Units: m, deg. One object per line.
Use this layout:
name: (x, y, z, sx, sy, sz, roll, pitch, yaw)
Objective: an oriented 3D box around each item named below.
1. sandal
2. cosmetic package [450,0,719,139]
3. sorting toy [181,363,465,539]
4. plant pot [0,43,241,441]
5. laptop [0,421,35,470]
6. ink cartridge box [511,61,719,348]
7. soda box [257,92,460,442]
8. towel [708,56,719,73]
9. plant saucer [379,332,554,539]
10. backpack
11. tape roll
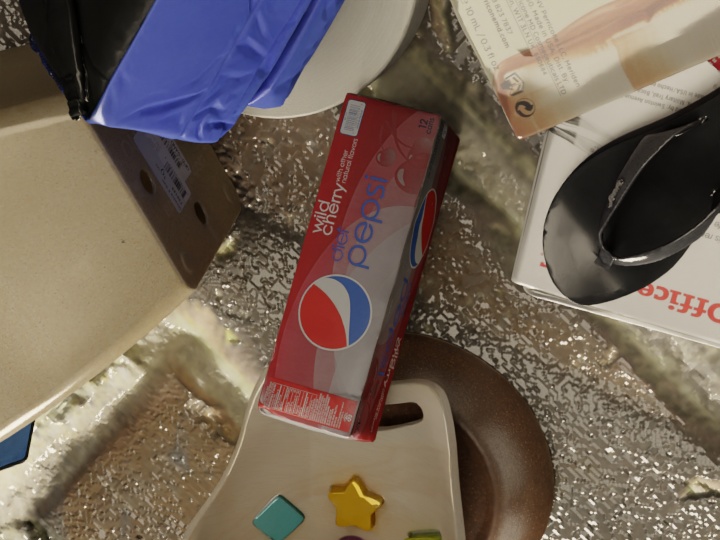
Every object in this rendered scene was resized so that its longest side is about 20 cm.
sandal: (0.167, -0.047, 0.864, 0.076, 0.043, 0.200, 46, 126, -5)
cosmetic package: (0.153, -0.150, 0.784, 0.200, 0.103, 0.087, -22, 105, 23)
sorting toy: (-0.008, 0.150, 1.044, 0.199, 0.107, 0.181, 9, 104, 19)
plant pot: (-0.191, -0.039, 1.012, 0.177, 0.200, 0.200, -22, 109, 19)
laptop: (-0.320, 0.046, 1.141, 0.187, 0.116, 0.200, -20, 102, 24)
ink cartridge box: (0.182, -0.073, 0.932, 0.146, 0.084, 0.201, 17, 114, 11)
soda box: (0.000, 0.000, 0.990, 0.063, 0.070, 0.201, 15, 86, 14)
towel: (0.198, -0.184, 0.826, 0.200, 0.022, 0.145, 42, 114, -3)
plant saucer: (0.028, 0.140, 1.096, 0.200, 0.037, 0.201, 6, 110, 17)
backpack: (-0.113, -0.185, 0.917, 0.163, 0.168, 0.200, -53, 55, 23)
tape roll: (-0.055, -0.194, 1.001, 0.202, 0.037, 0.203, 7, 112, 17)
